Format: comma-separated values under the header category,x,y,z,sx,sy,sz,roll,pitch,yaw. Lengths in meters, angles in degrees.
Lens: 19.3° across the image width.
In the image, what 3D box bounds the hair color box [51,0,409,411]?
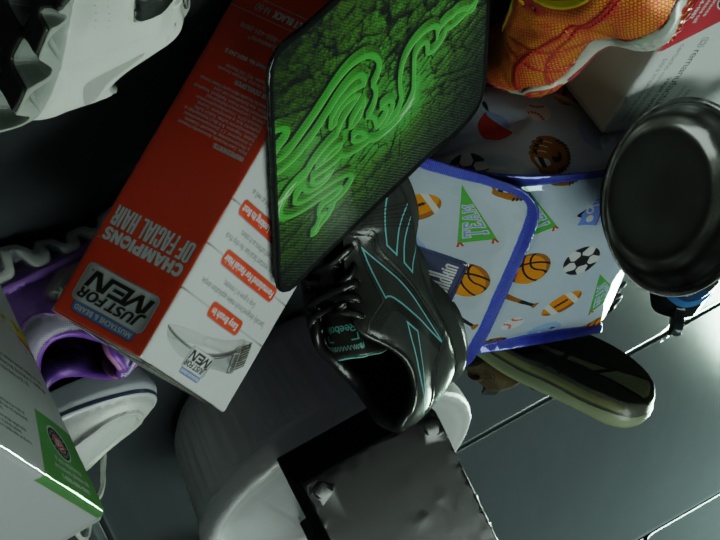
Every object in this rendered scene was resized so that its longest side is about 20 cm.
category,x,y,z,sx,sy,sz,roll,pitch,yaw
hair color box,-0.063,-0.039,1.086,0.200,0.064,0.111,-61,155,-7

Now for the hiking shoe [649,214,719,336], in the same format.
category,x,y,z,sx,sy,sz,roll,pitch,yaw
hiking shoe,0.205,-0.048,1.358,0.200,0.074,0.087,-73,-175,-57

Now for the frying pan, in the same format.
category,x,y,z,sx,sy,sz,roll,pitch,yaw
frying pan,0.194,-0.078,1.219,0.115,0.031,0.191,23,86,-32

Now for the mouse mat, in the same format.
category,x,y,z,sx,sy,sz,roll,pitch,yaw
mouse mat,0.014,-0.098,1.096,0.200,0.008,0.161,-43,148,-36

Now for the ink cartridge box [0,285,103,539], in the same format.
category,x,y,z,sx,sy,sz,roll,pitch,yaw
ink cartridge box,-0.215,0.033,0.973,0.084,0.200,0.145,-31,155,4

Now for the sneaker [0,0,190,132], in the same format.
category,x,y,z,sx,sy,sz,roll,pitch,yaw
sneaker,-0.108,-0.140,0.943,0.088,0.074,0.200,-12,157,-37

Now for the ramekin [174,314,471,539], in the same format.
category,x,y,z,sx,sy,sz,roll,pitch,yaw
ramekin,-0.034,0.110,1.434,0.202,0.094,0.203,-27,154,-14

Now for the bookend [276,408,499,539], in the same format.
category,x,y,z,sx,sy,sz,roll,pitch,yaw
bookend,0.019,0.166,1.349,0.092,0.199,0.200,-29,-162,-8

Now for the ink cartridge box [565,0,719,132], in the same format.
category,x,y,z,sx,sy,sz,roll,pitch,yaw
ink cartridge box,0.223,-0.168,1.250,0.200,0.084,0.144,-12,147,-38

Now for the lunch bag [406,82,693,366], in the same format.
category,x,y,z,sx,sy,sz,roll,pitch,yaw
lunch bag,0.075,-0.032,1.280,0.199,0.124,0.170,-7,140,-28

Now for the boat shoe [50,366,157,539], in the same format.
category,x,y,z,sx,sy,sz,roll,pitch,yaw
boat shoe,-0.202,0.142,1.307,0.202,0.086,0.075,-31,154,-3

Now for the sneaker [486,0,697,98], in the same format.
category,x,y,z,sx,sy,sz,roll,pitch,yaw
sneaker,0.110,-0.148,1.146,0.073,0.077,0.200,-64,-164,-20

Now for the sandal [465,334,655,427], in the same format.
category,x,y,z,sx,sy,sz,roll,pitch,yaw
sandal,0.097,0.055,1.371,0.080,0.201,0.057,-24,137,-43

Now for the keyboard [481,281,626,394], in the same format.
category,x,y,z,sx,sy,sz,roll,pitch,yaw
keyboard,0.135,0.016,1.436,0.021,0.127,0.200,16,132,-20

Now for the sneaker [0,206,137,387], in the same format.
category,x,y,z,sx,sy,sz,roll,pitch,yaw
sneaker,-0.129,0.013,1.165,0.200,0.089,0.081,-26,152,-17

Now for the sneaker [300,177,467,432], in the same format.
category,x,y,z,sx,sy,sz,roll,pitch,yaw
sneaker,0.000,0.000,1.187,0.075,0.200,0.079,-13,-152,34
